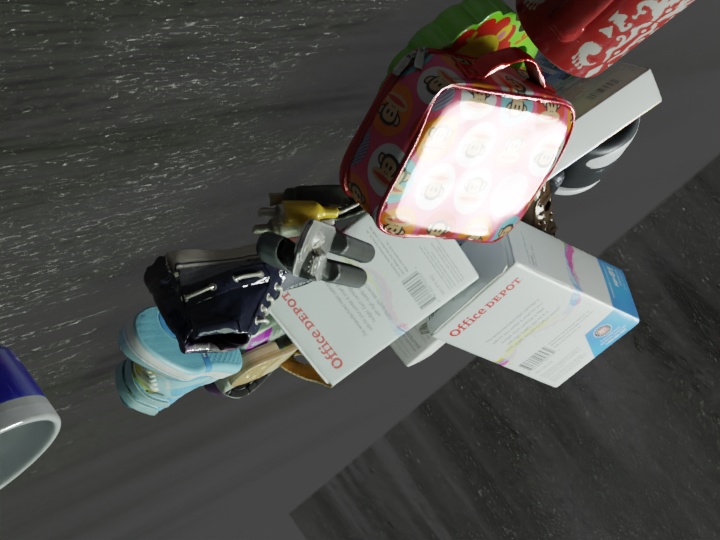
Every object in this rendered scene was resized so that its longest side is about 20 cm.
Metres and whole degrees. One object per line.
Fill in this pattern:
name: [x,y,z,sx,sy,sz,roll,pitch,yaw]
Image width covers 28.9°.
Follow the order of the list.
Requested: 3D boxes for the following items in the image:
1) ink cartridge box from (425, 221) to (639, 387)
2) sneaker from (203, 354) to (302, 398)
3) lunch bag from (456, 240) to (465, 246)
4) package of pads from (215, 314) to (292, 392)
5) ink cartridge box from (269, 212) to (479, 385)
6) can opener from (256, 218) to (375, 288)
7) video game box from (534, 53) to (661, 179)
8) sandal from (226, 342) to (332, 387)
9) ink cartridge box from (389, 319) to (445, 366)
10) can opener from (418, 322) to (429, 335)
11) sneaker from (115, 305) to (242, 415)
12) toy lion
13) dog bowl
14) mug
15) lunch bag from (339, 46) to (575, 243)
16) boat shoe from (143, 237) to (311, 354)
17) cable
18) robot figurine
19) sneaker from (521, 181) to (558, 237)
ink cartridge box: [0.187,0.035,1.566,0.199,0.085,0.144,22,130,-33]
sneaker: [-0.116,0.090,1.766,0.199,0.076,0.087,-31,-173,-26]
lunch bag: [0.059,-0.017,1.671,0.199,0.076,0.160,-20,178,37]
package of pads: [-0.099,0.053,1.616,0.154,0.068,0.200,-31,168,-22]
ink cartridge box: [0.000,0.000,1.476,0.200,0.146,0.083,-36,-152,1]
can opener: [-0.042,-0.019,1.315,0.200,0.066,0.054,16,93,-76]
video game box: [0.176,-0.152,1.428,0.199,0.047,0.182,-34,-151,-10]
sandal: [-0.057,0.107,1.591,0.211,0.070,0.078,-21,163,-40]
ink cartridge box: [0.098,0.003,1.807,0.200,0.147,0.083,-43,170,26]
can opener: [0.147,0.014,1.690,0.199,0.067,0.053,-30,-172,-4]
sneaker: [-0.219,0.102,1.445,0.130,0.080,0.200,-28,160,17]
toy lion: [0.093,-0.184,1.282,0.199,0.069,0.192,-29,159,-33]
dog bowl: [-0.363,0.154,1.204,0.200,0.079,0.200,-35,168,-8]
mug: [0.218,-0.265,1.178,0.177,0.134,0.200,-5,155,-41]
lunch bag: [0.092,-0.115,1.210,0.199,0.082,0.177,4,123,-45]
boat shoe: [-0.105,0.028,1.327,0.199,0.093,0.075,-8,153,-37]
cable: [-0.005,-0.055,1.335,0.198,0.051,0.097,-1,171,-6]
robot figurine: [0.252,-0.169,1.646,0.149,0.125,0.200,-22,165,-15]
sneaker: [0.198,-0.053,1.594,0.070,0.075,0.201,-49,160,-42]
